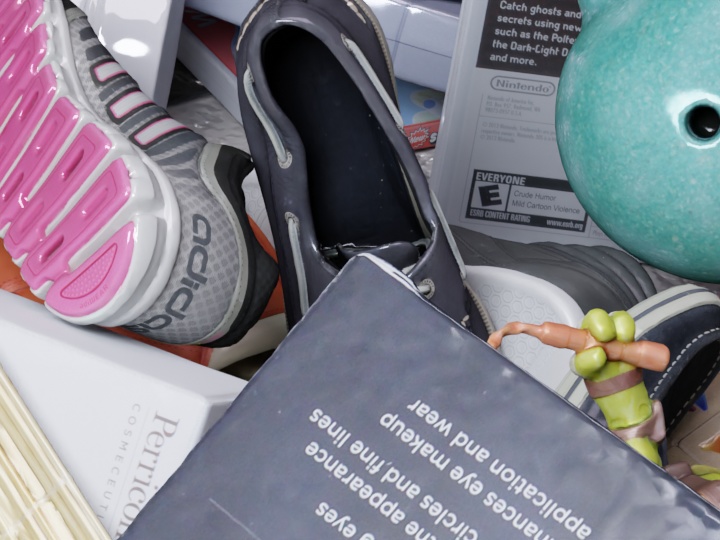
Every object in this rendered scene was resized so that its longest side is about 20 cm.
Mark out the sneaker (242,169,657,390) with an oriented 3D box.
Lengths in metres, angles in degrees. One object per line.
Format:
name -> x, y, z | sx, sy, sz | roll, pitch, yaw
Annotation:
sneaker -> 0.028, 0.010, 1.049 | 0.199, 0.071, 0.099 | 19, 11, 36

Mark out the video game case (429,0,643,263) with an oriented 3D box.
video game case -> 0.137, -0.085, 1.107 | 0.198, 0.183, 0.023 | 7, 29, -5

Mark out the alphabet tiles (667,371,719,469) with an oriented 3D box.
alphabet tiles -> 0.170, 0.073, 0.971 | 0.199, 0.008, 0.167 | -33, 49, -19

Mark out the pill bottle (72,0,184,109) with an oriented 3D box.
pill bottle -> -0.175, -0.100, 1.105 | 0.198, 0.115, 0.114 | 10, 32, -1

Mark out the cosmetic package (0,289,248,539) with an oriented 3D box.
cosmetic package -> -0.141, 0.053, 0.876 | 0.199, 0.102, 0.071 | 19, 4, 14

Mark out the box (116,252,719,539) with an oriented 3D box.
box -> 0.021, 0.139, 0.707 | 0.196, 0.118, 0.200 | 36, 80, 34

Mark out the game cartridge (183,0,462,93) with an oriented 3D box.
game cartridge -> -0.017, -0.123, 1.189 | 0.199, 0.041, 0.133 | 20, 18, 15

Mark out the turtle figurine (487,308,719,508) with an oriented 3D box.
turtle figurine -> 0.124, 0.094, 0.866 | 0.160, 0.064, 0.201 | -22, 85, -24

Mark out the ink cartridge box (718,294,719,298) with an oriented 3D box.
ink cartridge box -> 0.238, -0.008, 1.034 | 0.199, 0.163, 0.050 | 27, 16, 24

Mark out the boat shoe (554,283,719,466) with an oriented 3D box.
boat shoe -> 0.078, 0.081, 0.927 | 0.062, 0.075, 0.200 | 29, 50, 18

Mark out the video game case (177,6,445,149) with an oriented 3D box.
video game case -> 0.018, -0.102, 1.252 | 0.199, 0.018, 0.143 | -12, 39, -30

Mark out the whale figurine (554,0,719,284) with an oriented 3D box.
whale figurine -> 0.149, -0.092, 1.022 | 0.158, 0.201, 0.104 | 26, 13, 12

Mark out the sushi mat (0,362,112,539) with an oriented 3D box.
sushi mat -> -0.144, 0.058, 0.829 | 0.201, 0.095, 0.012 | 56, 8, 12

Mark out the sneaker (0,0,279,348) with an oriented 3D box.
sneaker -> -0.086, -0.033, 0.943 | 0.087, 0.074, 0.200 | 27, 15, -36

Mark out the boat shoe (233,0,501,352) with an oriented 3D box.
boat shoe -> 0.000, 0.000, 0.941 | 0.072, 0.201, 0.063 | -16, 5, 9

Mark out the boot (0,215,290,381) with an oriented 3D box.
boot -> -0.105, 0.028, 0.973 | 0.199, 0.075, 0.107 | -21, 56, -31
